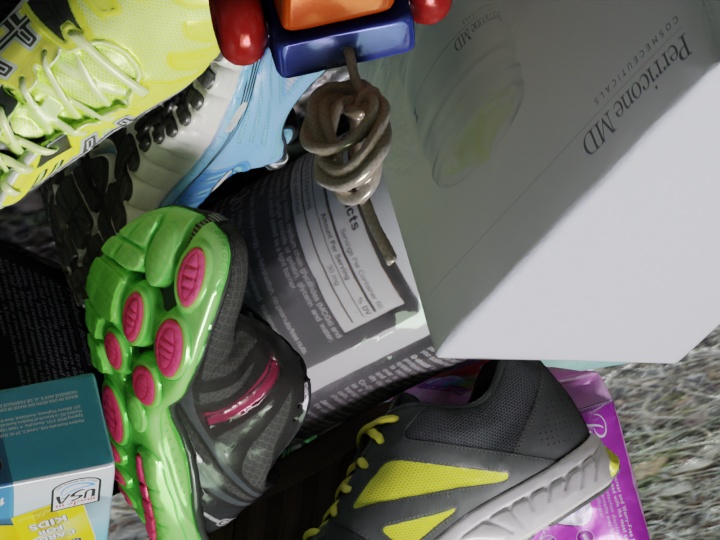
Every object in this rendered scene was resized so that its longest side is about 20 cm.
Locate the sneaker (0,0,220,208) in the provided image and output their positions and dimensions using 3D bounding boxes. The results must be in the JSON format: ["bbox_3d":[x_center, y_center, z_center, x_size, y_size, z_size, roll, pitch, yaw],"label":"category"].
[{"bbox_3d":[-0.119,-0.064,1.130,0.200,0.076,0.075,-30,123,36],"label":"sneaker"}]

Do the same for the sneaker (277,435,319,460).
[{"bbox_3d":[-0.061,0.113,1.452,0.085,0.200,0.078,4,116,-13],"label":"sneaker"}]

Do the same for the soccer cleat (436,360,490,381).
[{"bbox_3d":[0.092,-0.020,1.396,0.200,0.067,0.076,-34,109,26],"label":"soccer cleat"}]

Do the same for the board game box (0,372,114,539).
[{"bbox_3d":[-0.189,0.122,1.292,0.151,0.047,0.200,-10,153,-12],"label":"board game box"}]

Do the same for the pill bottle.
[{"bbox_3d":[0.000,0.000,1.323,0.200,0.117,0.116,-27,152,20],"label":"pill bottle"}]

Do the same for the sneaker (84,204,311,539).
[{"bbox_3d":[-0.065,0.037,1.234,0.084,0.077,0.200,-26,149,-23],"label":"sneaker"}]

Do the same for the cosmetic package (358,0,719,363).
[{"bbox_3d":[0.097,-0.098,1.093,0.123,0.200,0.199,1,148,-32],"label":"cosmetic package"}]

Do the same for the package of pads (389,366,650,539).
[{"bbox_3d":[0.075,0.109,1.444,0.076,0.121,0.200,-16,-176,-12],"label":"package of pads"}]

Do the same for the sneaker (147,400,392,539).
[{"bbox_3d":[-0.038,0.135,1.339,0.200,0.076,0.070,-32,163,-18],"label":"sneaker"}]

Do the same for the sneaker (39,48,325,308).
[{"bbox_3d":[-0.068,-0.048,1.237,0.090,0.079,0.200,-2,151,-34],"label":"sneaker"}]

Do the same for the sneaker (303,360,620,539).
[{"bbox_3d":[0.014,0.104,1.303,0.200,0.085,0.074,-27,176,-19],"label":"sneaker"}]

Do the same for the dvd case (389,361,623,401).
[{"bbox_3d":[0.070,0.021,1.516,0.200,0.022,0.146,-7,152,-16],"label":"dvd case"}]

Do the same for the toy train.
[{"bbox_3d":[-0.011,-0.115,1.002,0.084,0.200,0.116,-13,149,-7],"label":"toy train"}]

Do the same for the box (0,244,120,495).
[{"bbox_3d":[-0.215,0.058,1.323,0.148,0.104,0.200,-28,153,20],"label":"box"}]
